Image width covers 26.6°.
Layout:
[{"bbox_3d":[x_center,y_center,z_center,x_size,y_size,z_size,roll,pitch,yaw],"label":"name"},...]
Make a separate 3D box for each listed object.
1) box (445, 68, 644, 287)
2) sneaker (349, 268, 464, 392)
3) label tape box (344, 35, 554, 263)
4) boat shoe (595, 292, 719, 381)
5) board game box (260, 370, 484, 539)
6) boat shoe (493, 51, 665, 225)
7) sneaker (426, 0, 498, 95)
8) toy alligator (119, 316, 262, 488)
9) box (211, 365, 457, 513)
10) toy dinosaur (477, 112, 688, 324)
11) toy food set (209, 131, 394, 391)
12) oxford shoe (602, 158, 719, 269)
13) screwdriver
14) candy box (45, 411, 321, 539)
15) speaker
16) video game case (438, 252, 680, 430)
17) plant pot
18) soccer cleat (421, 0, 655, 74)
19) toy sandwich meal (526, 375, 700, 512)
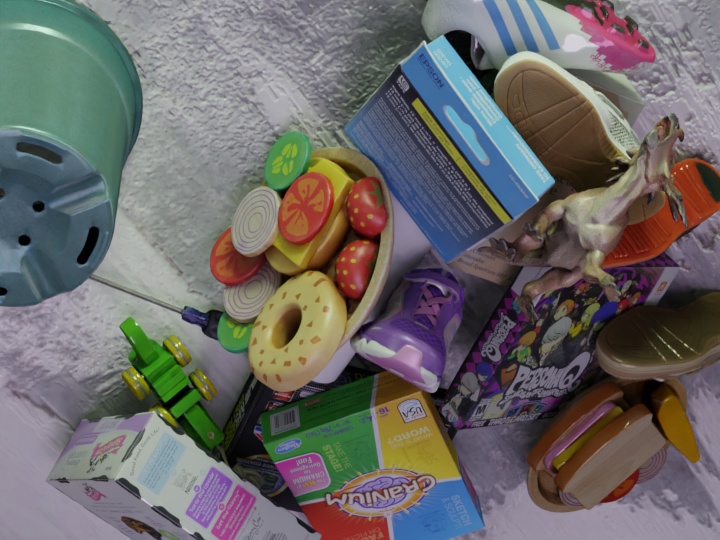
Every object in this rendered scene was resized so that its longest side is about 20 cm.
[{"bbox_3d":[0.148,-0.090,1.307,0.094,0.078,0.201,18,116,-20],"label":"box"},{"bbox_3d":[0.048,0.040,1.254,0.080,0.200,0.089,31,98,2],"label":"sneaker"},{"bbox_3d":[0.076,-0.098,1.172,0.066,0.200,0.144,-37,90,-22],"label":"label tape box"},{"bbox_3d":[0.286,0.074,1.405,0.199,0.071,0.065,-9,139,-38],"label":"boat shoe"},{"bbox_3d":[0.014,0.186,1.405,0.152,0.040,0.201,-20,129,8],"label":"board game box"},{"bbox_3d":[0.170,-0.115,1.210,0.070,0.070,0.200,-27,132,27],"label":"boat shoe"},{"bbox_3d":[0.081,-0.211,1.235,0.104,0.060,0.201,23,109,-24],"label":"sneaker"},{"bbox_3d":[-0.159,0.123,1.379,0.059,0.054,0.201,-39,106,-14],"label":"toy alligator"},{"bbox_3d":[-0.026,0.162,1.435,0.198,0.044,0.161,15,125,-19],"label":"box"},{"bbox_3d":[0.182,-0.035,1.195,0.135,0.200,0.086,-40,96,-31],"label":"toy dinosaur"},{"bbox_3d":[-0.051,-0.010,1.253,0.048,0.198,0.201,23,100,-41],"label":"toy food set"},{"bbox_3d":[0.237,-0.033,1.323,0.199,0.071,0.073,-20,161,-35],"label":"oxford shoe"},{"bbox_3d":[-0.172,0.029,1.351,0.199,0.029,0.028,25,114,-21],"label":"screwdriver"},{"bbox_3d":[-0.161,0.212,1.369,0.200,0.167,0.072,40,65,-22],"label":"candy box"},{"bbox_3d":[0.000,0.000,1.332,0.081,0.081,0.201,26,114,-24],"label":"speaker"},{"bbox_3d":[0.181,0.060,1.375,0.199,0.036,0.182,0,127,-47],"label":"video game case"},{"bbox_3d":[-0.264,-0.085,1.162,0.198,0.197,0.202,-4,122,-7],"label":"plant pot"},{"bbox_3d":[0.138,-0.187,1.201,0.199,0.070,0.087,20,120,-24],"label":"soccer cleat"},{"bbox_3d":[0.246,0.176,1.460,0.204,0.070,0.206,-20,137,-19],"label":"toy sandwich meal"}]
